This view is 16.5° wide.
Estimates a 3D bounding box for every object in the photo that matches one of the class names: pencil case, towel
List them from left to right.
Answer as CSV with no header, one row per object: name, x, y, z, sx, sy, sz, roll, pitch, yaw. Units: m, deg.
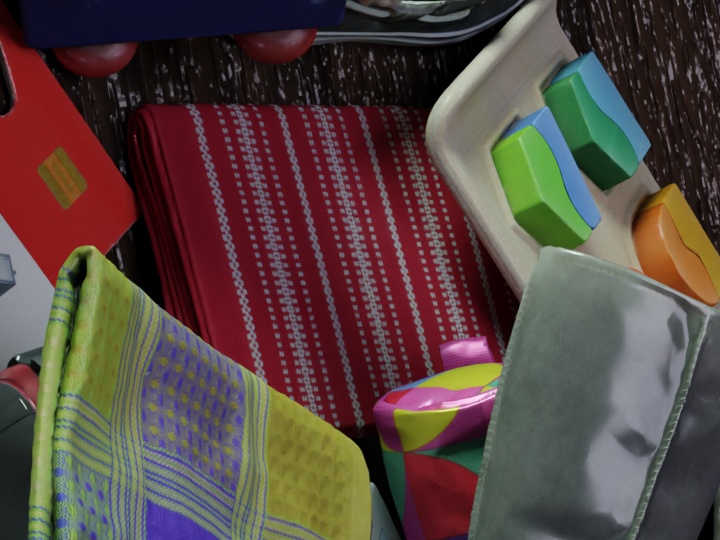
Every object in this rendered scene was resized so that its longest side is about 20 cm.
towel,-0.045,0.090,0.805,0.200,0.023,0.144,42,42,-53
towel,0.000,0.000,1.012,0.200,0.022,0.145,-2,70,-40
pencil case,0.065,0.127,0.960,0.088,0.088,0.200,-18,96,-45

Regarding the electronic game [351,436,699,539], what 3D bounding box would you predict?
electronic game,0.074,0.108,1.073,0.200,0.042,0.200,15,66,-36

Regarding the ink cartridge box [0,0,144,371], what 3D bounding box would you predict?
ink cartridge box,-0.165,-0.048,0.871,0.200,0.045,0.176,56,50,-21

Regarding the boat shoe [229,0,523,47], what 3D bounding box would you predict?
boat shoe,0.027,-0.130,1.054,0.200,0.071,0.072,-21,97,-45

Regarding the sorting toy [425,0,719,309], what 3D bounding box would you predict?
sorting toy,0.108,-0.017,1.087,0.200,0.036,0.185,61,27,-12

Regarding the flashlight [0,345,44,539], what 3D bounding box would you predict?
flashlight,-0.161,0.082,0.792,0.200,0.068,0.068,-21,105,-28

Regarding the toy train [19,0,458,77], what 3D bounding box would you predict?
toy train,-0.033,-0.146,0.943,0.200,0.085,0.116,-5,70,-8

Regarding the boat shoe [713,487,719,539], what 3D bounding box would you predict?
boat shoe,0.173,0.100,1.131,0.200,0.057,0.067,-92,164,-59

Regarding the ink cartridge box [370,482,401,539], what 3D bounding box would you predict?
ink cartridge box,0.000,0.200,0.912,0.200,0.047,0.160,-75,146,-58

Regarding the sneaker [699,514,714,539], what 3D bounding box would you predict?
sneaker,0.178,0.194,1.141,0.082,0.074,0.200,54,44,-41

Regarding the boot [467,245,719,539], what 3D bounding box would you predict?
boot,0.107,0.114,0.904,0.182,0.073,0.200,30,69,-24
